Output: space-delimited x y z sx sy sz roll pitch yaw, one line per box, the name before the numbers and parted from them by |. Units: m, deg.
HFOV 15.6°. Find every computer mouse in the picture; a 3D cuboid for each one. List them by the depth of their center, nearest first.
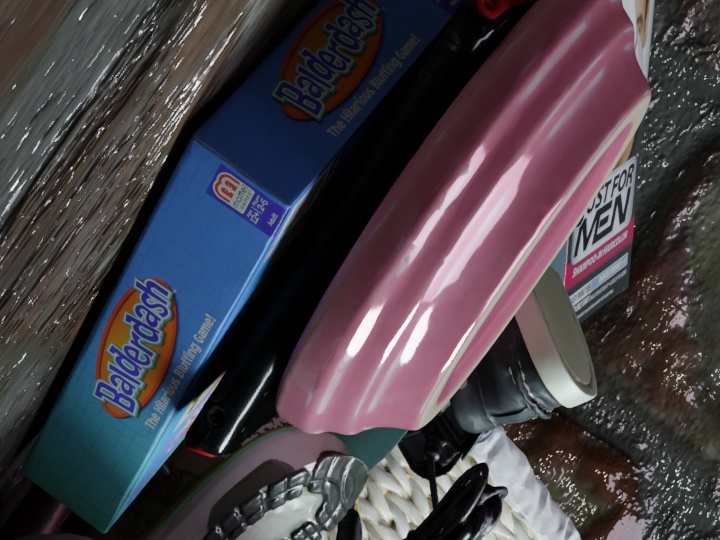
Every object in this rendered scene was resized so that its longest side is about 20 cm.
computer mouse | 0.036 0.068 1.190 0.141 0.046 0.201 -50 -152 43

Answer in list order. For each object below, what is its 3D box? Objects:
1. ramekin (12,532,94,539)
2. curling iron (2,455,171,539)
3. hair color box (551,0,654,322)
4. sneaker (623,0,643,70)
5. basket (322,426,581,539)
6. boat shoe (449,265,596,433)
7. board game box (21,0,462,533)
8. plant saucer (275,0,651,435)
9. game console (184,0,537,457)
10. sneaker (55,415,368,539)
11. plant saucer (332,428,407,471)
ramekin | -0.132 0.193 1.020 0.202 0.094 0.203 -42 155 -26
curling iron | -0.145 0.129 1.086 0.200 0.026 0.050 -51 -150 -10
hair color box | 0.097 -0.078 1.286 0.099 0.060 0.201 -32 129 -59
sneaker | 0.081 -0.135 1.078 0.099 0.077 0.201 58 38 -70
basket | -0.007 0.154 1.350 0.161 0.200 0.198 -48 -154 -23
boat shoe | 0.035 -0.021 1.113 0.066 0.200 0.074 -29 159 17
board game box | -0.044 -0.013 0.985 0.152 0.045 0.200 -52 174 -47
plant saucer | 0.045 -0.016 0.965 0.201 0.051 0.201 -53 174 -8
game console | 0.009 -0.031 0.986 0.201 0.031 0.177 -58 173 18
sneaker | -0.094 0.105 1.137 0.199 0.089 0.077 -30 146 9
plant saucer | 0.000 0.000 1.227 0.200 0.036 0.201 -50 -152 39
